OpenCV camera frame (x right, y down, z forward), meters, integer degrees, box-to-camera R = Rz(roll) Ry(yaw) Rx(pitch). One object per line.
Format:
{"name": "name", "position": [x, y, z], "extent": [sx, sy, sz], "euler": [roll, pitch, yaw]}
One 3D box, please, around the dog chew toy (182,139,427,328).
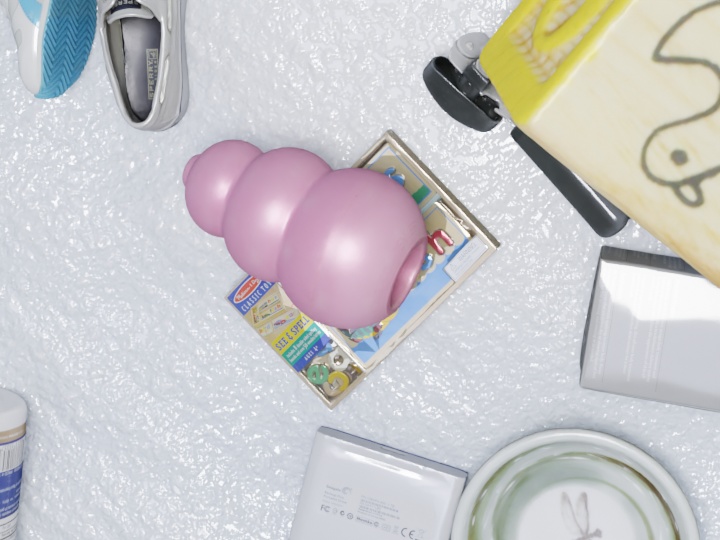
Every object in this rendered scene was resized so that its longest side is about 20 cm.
{"name": "dog chew toy", "position": [-0.050, -0.038, 1.155], "extent": [0.199, 0.124, 0.125], "euler": [26, 103, 16]}

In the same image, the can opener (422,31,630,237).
{"name": "can opener", "position": [0.138, -0.107, 1.169], "extent": [0.200, 0.053, 0.067], "euler": [45, 139, 4]}

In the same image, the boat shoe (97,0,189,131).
{"name": "boat shoe", "position": [-0.183, -0.212, 1.204], "extent": [0.071, 0.066, 0.202], "euler": [0, 99, 12]}

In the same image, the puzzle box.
{"name": "puzzle box", "position": [0.000, 0.000, 1.219], "extent": [0.133, 0.025, 0.200], "euler": [45, 104, 3]}

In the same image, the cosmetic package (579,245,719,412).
{"name": "cosmetic package", "position": [0.273, 0.050, 1.140], "extent": [0.198, 0.090, 0.108], "euler": [11, 100, 7]}

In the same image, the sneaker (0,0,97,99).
{"name": "sneaker", "position": [-0.270, -0.241, 1.221], "extent": [0.080, 0.076, 0.202], "euler": [-1, 92, 21]}

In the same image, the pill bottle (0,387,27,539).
{"name": "pill bottle", "position": [-0.350, 0.205, 1.279], "extent": [0.110, 0.111, 0.202], "euler": [10, 100, 10]}

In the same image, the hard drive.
{"name": "hard drive", "position": [0.002, 0.246, 1.255], "extent": [0.131, 0.025, 0.201], "euler": [16, 101, 9]}

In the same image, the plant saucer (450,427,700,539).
{"name": "plant saucer", "position": [0.174, 0.221, 1.203], "extent": [0.198, 0.050, 0.202], "euler": [2, 98, 11]}

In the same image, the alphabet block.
{"name": "alphabet block", "position": [0.226, -0.140, 1.036], "extent": [0.199, 0.197, 0.196], "euler": [35, 104, -17]}
